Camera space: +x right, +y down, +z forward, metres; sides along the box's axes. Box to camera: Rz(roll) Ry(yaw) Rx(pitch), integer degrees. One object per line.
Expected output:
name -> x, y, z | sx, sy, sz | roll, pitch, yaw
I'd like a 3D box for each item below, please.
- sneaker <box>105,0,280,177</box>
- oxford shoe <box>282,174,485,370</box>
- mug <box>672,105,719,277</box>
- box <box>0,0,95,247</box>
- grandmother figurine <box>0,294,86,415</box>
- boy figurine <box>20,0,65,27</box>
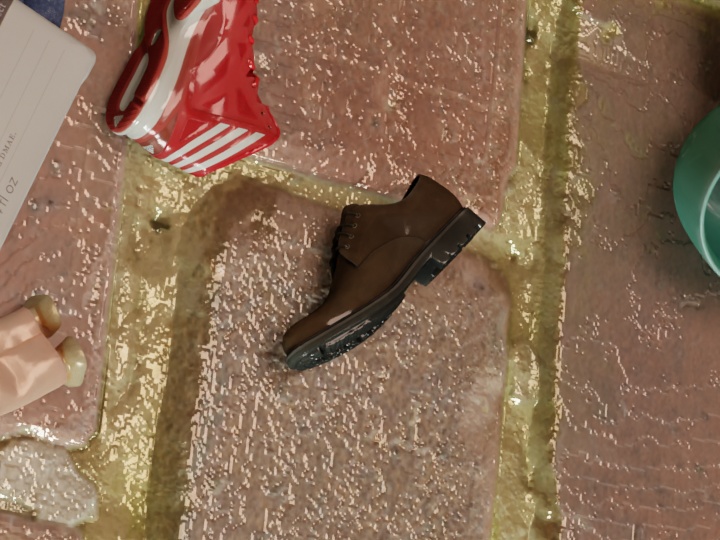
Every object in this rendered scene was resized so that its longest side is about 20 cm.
sneaker -> -0.098, -0.159, 1.727 | 0.115, 0.078, 0.201 | 37, 75, -31
oxford shoe -> 0.000, 0.000, 1.758 | 0.084, 0.073, 0.200 | 45, 57, 2
mug -> 0.348, -0.067, 1.935 | 0.184, 0.115, 0.153 | 9, 113, -16
box -> -0.296, -0.069, 1.493 | 0.130, 0.200, 0.200 | 33, 65, -24
grandmother figurine -> -0.279, 0.088, 1.562 | 0.199, 0.061, 0.121 | -24, 66, -31
boy figurine -> -0.242, -0.252, 1.648 | 0.124, 0.064, 0.201 | 7, 76, -31
